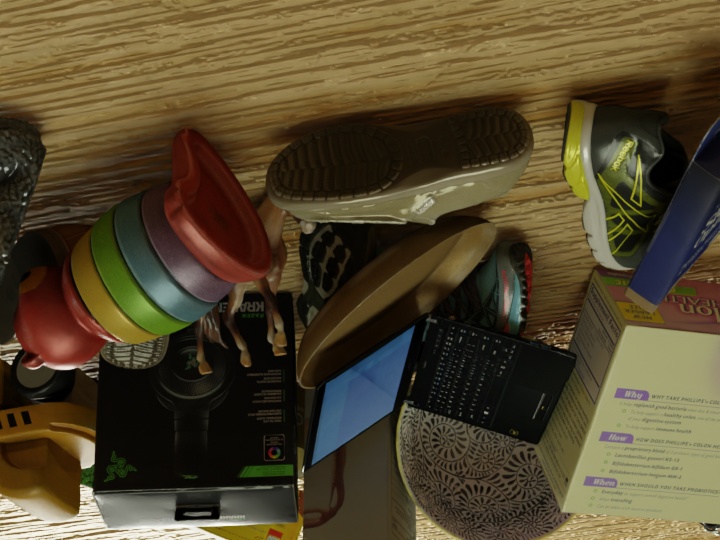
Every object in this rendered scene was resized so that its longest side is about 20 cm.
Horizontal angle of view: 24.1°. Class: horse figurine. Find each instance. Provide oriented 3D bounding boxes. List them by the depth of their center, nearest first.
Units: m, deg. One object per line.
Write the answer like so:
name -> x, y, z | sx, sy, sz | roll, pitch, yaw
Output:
horse figurine -> -0.096, 0.010, 1.371 | 0.050, 0.133, 0.200 | 0, 168, -31

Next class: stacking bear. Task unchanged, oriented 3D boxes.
stacking bear -> -0.177, 0.005, 1.267 | 0.200, 0.122, 0.114 | -31, 120, 18

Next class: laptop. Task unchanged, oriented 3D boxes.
laptop -> 0.064, 0.123, 1.446 | 0.199, 0.104, 0.177 | 17, 150, 3

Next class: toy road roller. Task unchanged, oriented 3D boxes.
toy road roller -> -0.330, 0.162, 1.579 | 0.199, 0.146, 0.123 | -11, 149, 15

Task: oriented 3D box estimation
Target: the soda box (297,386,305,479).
soda box -> -0.108, 0.139, 1.633 | 0.064, 0.068, 0.200 | -24, 144, 37

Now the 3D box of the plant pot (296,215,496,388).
plant pot -> 0.023, 0.020, 1.337 | 0.200, 0.028, 0.200 | -36, 166, -11

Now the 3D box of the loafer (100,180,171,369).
loafer -> -0.176, -0.005, 1.377 | 0.075, 0.068, 0.200 | 8, 134, -19

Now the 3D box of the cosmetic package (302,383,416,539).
cosmetic package -> 0.000, 0.187, 1.590 | 0.087, 0.201, 0.103 | -8, 150, 14

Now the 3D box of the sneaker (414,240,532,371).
sneaker -> 0.090, 0.043, 1.463 | 0.095, 0.079, 0.200 | 13, 141, -5

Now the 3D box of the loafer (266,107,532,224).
loafer -> 0.031, -0.067, 1.249 | 0.199, 0.076, 0.068 | -7, 144, 7

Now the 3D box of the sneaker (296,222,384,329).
sneaker -> 0.000, 0.000, 1.417 | 0.088, 0.077, 0.200 | -26, 157, -22

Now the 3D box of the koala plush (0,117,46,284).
koala plush -> -0.358, -0.029, 1.233 | 0.199, 0.184, 0.177 | 20, 146, -14

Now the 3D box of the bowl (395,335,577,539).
bowl -> 0.123, 0.159, 1.605 | 0.200, 0.201, 0.094 | 4, 178, -10

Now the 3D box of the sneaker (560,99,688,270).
sneaker -> 0.212, -0.057, 1.277 | 0.084, 0.075, 0.200 | 3, 155, 26

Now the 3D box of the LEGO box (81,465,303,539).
LEGO box -> -0.172, 0.221, 1.710 | 0.149, 0.077, 0.200 | 11, 165, 43

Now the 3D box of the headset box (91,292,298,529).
headset box -> -0.142, 0.130, 1.480 | 0.174, 0.201, 0.093 | -1, 151, 0

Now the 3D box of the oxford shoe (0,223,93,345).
oxford shoe -> -0.272, 0.012, 1.404 | 0.071, 0.072, 0.200 | -22, 178, -42

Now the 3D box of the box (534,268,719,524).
box -> 0.272, 0.114, 1.496 | 0.175, 0.097, 0.200 | 6, 119, -15

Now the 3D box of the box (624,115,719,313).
box -> 0.262, -0.065, 1.231 | 0.032, 0.121, 0.200 | 36, 147, 16

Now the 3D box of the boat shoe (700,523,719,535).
boat shoe -> 0.391, 0.275, 1.914 | 0.073, 0.063, 0.200 | -22, 145, 32
